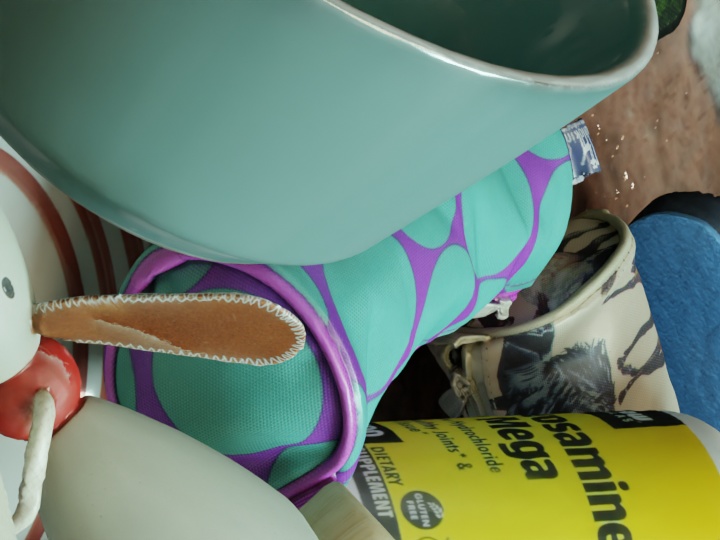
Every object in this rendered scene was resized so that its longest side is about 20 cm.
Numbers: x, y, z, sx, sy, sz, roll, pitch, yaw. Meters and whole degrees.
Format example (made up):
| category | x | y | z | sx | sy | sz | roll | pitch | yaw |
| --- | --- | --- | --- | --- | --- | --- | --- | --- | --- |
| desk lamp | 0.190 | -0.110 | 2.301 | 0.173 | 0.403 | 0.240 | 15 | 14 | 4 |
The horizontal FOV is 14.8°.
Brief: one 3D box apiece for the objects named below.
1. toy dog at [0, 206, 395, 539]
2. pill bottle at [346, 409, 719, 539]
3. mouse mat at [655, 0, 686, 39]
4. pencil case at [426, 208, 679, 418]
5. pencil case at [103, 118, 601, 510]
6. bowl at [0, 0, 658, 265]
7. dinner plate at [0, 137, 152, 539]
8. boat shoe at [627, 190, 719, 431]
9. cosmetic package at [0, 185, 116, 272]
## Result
| category | x | y | z | sx | sy | sz | roll | pitch | yaw |
| --- | --- | --- | --- | --- | --- | --- | --- | --- | --- |
| toy dog | -0.052 | 0.065 | 0.670 | 0.200 | 0.096 | 0.132 | 29 | 91 | -29 |
| pill bottle | 0.060 | 0.101 | 0.873 | 0.199 | 0.112 | 0.113 | -1 | 99 | -24 |
| mouse mat | 0.041 | -0.131 | 0.957 | 0.200 | 0.008 | 0.162 | -29 | 117 | -38 |
| pencil case | 0.076 | 0.083 | 0.982 | 0.089 | 0.078 | 0.201 | -28 | 117 | -25 |
| pencil case | 0.000 | 0.000 | 0.833 | 0.093 | 0.085 | 0.200 | 61 | 31 | -7 |
| bowl | -0.034 | -0.078 | 0.718 | 0.200 | 0.201 | 0.105 | 8 | 130 | -44 |
| dinner plate | -0.123 | 0.039 | 0.741 | 0.200 | 0.024 | 0.201 | -22 | 117 | -51 |
| boat shoe | 0.126 | 0.052 | 1.037 | 0.069 | 0.084 | 0.201 | -38 | 139 | -41 |
| cosmetic package | -0.126 | -0.042 | 0.782 | 0.199 | 0.051 | 0.083 | 1 | 99 | -45 |
